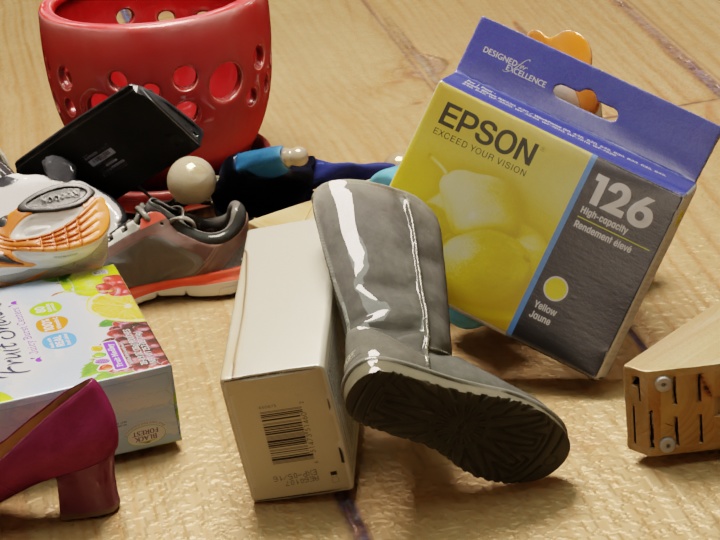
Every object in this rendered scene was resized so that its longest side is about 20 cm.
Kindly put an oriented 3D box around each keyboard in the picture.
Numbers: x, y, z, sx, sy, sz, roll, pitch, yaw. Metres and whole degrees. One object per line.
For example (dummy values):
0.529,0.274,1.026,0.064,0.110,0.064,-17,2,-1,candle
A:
-0.194,-0.084,1.964,0.200,0.127,0.021,-26,27,47,keyboard

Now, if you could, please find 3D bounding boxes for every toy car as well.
0.135,-0.084,1.752,0.184,0.200,0.177,-17,55,-35,toy car

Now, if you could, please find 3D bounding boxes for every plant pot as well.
-0.172,-0.159,2.062,0.200,0.183,0.200,-5,24,2,plant pot

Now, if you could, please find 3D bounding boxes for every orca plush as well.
-0.280,-0.032,1.984,0.200,0.071,0.105,-10,67,14,orca plush

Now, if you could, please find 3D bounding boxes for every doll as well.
-0.064,-0.066,1.922,0.200,0.136,0.049,1,61,-28,doll

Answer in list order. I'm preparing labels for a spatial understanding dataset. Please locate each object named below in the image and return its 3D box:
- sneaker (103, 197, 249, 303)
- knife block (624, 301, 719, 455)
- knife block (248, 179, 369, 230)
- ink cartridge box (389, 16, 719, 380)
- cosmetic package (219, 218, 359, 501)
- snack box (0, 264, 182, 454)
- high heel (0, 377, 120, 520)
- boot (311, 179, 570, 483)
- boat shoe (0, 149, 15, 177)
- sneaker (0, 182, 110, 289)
-0.179,-0.021,1.875,0.200,0.082,0.077,-8,24,-7,sneaker
0.270,0.051,1.619,0.200,0.064,0.176,-7,23,-1,knife block
0.000,0.000,1.814,0.200,0.064,0.176,-20,28,-30,knife block
0.126,-0.053,1.674,0.197,0.200,0.047,26,7,12,ink cartridge box
-0.043,0.058,1.615,0.073,0.104,0.200,-9,28,7,cosmetic package
-0.233,0.074,1.693,0.168,0.068,0.200,-12,23,-13,snack box
-0.259,0.122,1.552,0.200,0.096,0.067,-9,24,-7,high heel
0.051,0.037,1.581,0.182,0.073,0.200,27,27,-24,boot
-0.346,-0.091,2.093,0.060,0.074,0.200,-26,23,-30,boat shoe
-0.286,-0.003,1.796,0.200,0.092,0.076,-8,59,-4,sneaker
